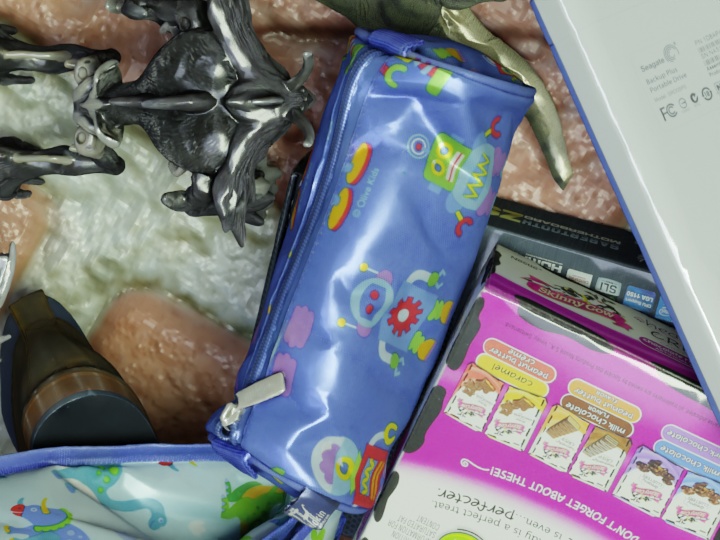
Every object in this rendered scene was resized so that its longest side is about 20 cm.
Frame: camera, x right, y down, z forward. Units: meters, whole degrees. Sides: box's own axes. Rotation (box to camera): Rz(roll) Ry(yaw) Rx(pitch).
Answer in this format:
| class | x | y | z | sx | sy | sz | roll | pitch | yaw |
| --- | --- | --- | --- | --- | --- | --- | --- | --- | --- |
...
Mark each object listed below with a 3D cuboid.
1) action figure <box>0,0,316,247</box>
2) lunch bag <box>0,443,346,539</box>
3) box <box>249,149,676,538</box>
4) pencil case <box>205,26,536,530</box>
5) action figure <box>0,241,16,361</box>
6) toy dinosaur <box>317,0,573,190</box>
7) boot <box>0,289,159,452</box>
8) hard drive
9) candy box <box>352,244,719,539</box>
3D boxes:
| class | x | y | z | sx | sy | sz | roll | pitch | yaw |
| --- | --- | --- | --- | --- | --- | --- | --- | --- | --- |
| action figure | -0.080 | -0.074 | 1.043 | 0.199 | 0.102 | 0.120 | 2 | 102 | 36 |
| lunch bag | -0.103 | 0.166 | 1.052 | 0.127 | 0.199 | 0.171 | 45 | 133 | 36 |
| box | 0.051 | 0.049 | 1.084 | 0.199 | 0.051 | 0.159 | 17 | 110 | 7 |
| pencil case | 0.000 | 0.000 | 1.001 | 0.078 | 0.087 | 0.201 | 22 | 92 | 41 |
| action figure | -0.211 | -0.023 | 1.065 | 0.069 | 0.130 | 0.201 | -33 | 71 | 14 |
| toy dinosaur | 0.025 | -0.123 | 1.042 | 0.199 | 0.048 | 0.088 | 33 | 126 | 0 |
| boot | -0.114 | 0.101 | 1.136 | 0.074 | 0.097 | 0.201 | -20 | 131 | -10 |
| hard drive | 0.159 | -0.037 | 0.984 | 0.025 | 0.131 | 0.201 | -25 | 90 | 57 |
| candy box | 0.073 | 0.110 | 1.037 | 0.136 | 0.061 | 0.201 | 26 | 110 | 0 |
